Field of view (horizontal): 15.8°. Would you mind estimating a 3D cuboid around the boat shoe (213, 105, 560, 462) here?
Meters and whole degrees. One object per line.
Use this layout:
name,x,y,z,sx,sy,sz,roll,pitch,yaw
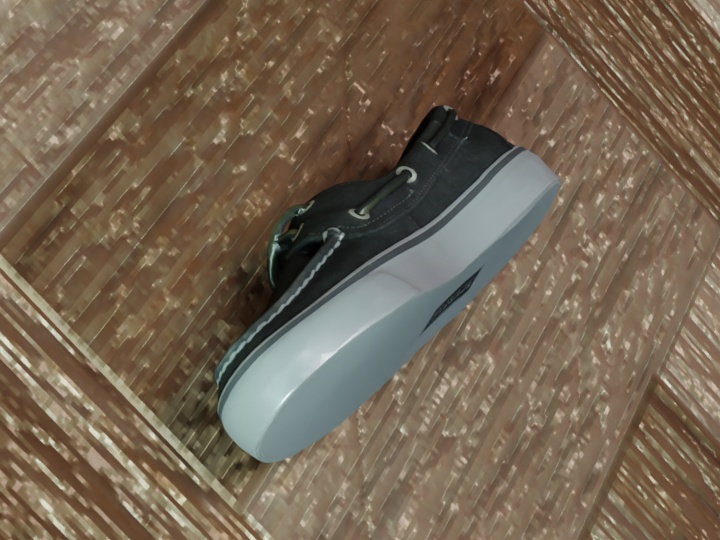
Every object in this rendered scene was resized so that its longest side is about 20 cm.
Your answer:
boat shoe,0.000,0.000,0.847,0.057,0.069,0.200,38,34,9
